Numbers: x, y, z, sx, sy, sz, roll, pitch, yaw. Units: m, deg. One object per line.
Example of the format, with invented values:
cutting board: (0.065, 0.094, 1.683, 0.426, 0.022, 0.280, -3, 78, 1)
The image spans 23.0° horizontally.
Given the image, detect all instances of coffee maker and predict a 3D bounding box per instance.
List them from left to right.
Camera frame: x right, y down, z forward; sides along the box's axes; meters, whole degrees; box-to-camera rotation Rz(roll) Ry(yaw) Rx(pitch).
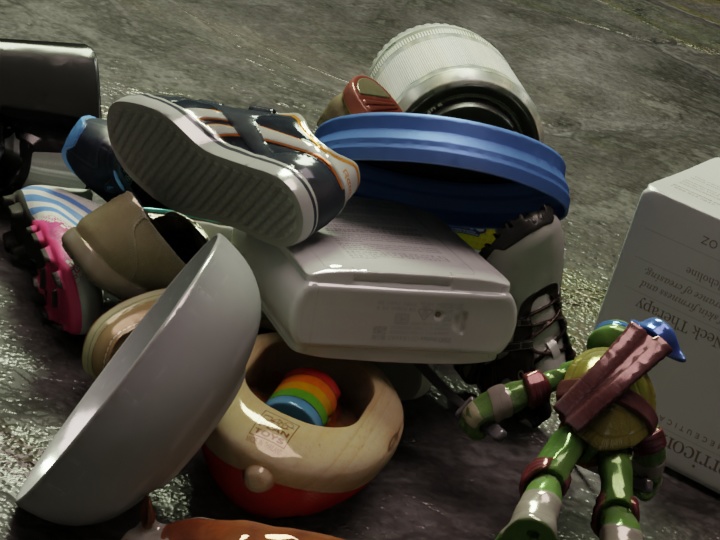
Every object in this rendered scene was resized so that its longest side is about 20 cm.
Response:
coffee maker: (-0.315, -0.146, 1.422, 0.199, 0.193, 0.134, 2, 10, -36)

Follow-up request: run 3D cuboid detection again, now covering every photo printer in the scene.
photo printer: (0.000, 0.000, 1.266, 0.166, 0.070, 0.200, 3, 19, -21)

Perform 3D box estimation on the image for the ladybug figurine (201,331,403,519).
ladybug figurine: (-0.044, 0.106, 1.167, 0.135, 0.072, 0.200, 24, 22, 9)

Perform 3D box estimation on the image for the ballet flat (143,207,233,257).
ballet flat: (-0.119, -0.015, 1.395, 0.069, 0.070, 0.200, 30, 16, 30)

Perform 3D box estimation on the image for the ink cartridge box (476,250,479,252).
ink cartridge box: (0.000, -0.035, 1.521, 0.200, 0.084, 0.144, 33, 28, 32)

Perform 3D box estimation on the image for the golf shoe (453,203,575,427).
golf shoe: (0.130, 0.036, 1.311, 0.078, 0.200, 0.095, -25, 57, -22)

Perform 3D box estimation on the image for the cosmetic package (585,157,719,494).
cosmetic package: (0.291, 0.043, 1.387, 0.167, 0.201, 0.166, 26, 23, 23)

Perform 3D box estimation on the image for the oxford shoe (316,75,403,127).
oxford shoe: (0.030, -0.079, 1.629, 0.070, 0.075, 0.201, -9, 66, -53)

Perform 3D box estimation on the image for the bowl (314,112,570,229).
bowl: (0.056, -0.073, 1.309, 0.200, 0.040, 0.201, 8, -10, 1)

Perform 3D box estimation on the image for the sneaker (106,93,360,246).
sneaker: (-0.089, -0.077, 1.245, 0.200, 0.079, 0.079, 27, 40, 32)

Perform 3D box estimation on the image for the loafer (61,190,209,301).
loafer: (-0.129, 0.001, 1.289, 0.200, 0.068, 0.076, 29, 19, -53)

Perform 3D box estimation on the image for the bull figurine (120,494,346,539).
bull figurine: (-0.045, 0.185, 0.996, 0.199, 0.065, 0.122, 7, 28, -17)

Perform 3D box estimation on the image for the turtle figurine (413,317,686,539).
turtle figurine: (0.139, 0.137, 1.209, 0.144, 0.199, 0.194, 51, 35, -30)

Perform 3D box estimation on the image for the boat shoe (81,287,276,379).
boat shoe: (-0.100, 0.056, 1.248, 0.199, 0.074, 0.066, -4, 24, -41)

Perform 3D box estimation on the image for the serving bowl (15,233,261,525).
serving bowl: (-0.120, 0.076, 1.055, 0.066, 0.200, 0.200, 38, 20, -9)

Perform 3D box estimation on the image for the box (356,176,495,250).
box: (0.072, -0.064, 1.471, 0.199, 0.049, 0.117, 14, 23, -13)

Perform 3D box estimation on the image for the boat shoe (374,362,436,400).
boat shoe: (0.005, 0.035, 1.377, 0.071, 0.070, 0.201, -9, 30, -37)

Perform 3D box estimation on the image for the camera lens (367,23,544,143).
camera lens: (0.087, -0.147, 1.747, 0.159, 0.161, 0.200, 11, 23, -13)

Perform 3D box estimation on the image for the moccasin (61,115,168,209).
moccasin: (-0.163, -0.060, 1.434, 0.068, 0.081, 0.200, 24, 1, 34)

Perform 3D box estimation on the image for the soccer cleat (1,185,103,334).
soccer cleat: (-0.211, -0.018, 1.337, 0.086, 0.070, 0.200, -8, 29, -21)
